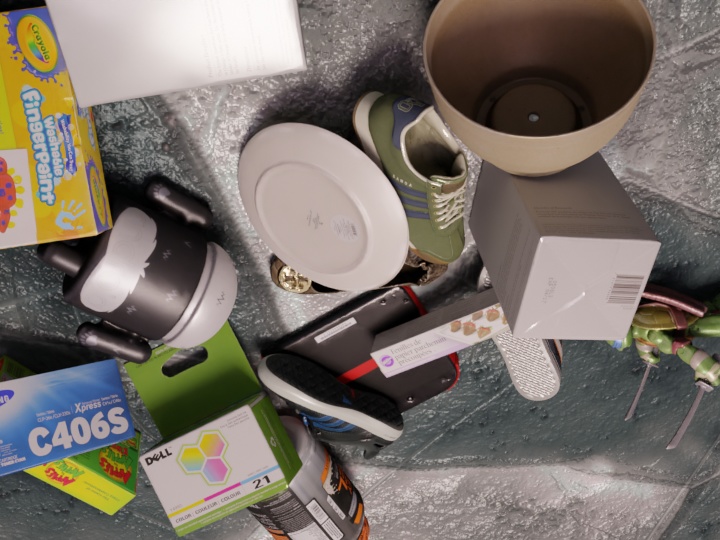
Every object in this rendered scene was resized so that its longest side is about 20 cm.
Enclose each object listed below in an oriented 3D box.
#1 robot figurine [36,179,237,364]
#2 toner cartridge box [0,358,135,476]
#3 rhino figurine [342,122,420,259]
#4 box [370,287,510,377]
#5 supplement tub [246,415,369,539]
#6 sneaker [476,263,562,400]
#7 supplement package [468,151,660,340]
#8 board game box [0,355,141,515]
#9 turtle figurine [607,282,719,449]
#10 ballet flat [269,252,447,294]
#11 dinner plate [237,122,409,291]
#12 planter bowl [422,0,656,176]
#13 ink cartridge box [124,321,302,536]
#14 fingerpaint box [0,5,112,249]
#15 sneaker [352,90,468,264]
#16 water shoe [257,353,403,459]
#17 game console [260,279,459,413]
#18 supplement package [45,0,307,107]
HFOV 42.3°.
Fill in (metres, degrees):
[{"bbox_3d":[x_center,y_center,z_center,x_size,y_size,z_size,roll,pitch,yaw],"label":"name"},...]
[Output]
[{"bbox_3d":[-0.224,0.001,0.953,0.200,0.125,0.150,27,122,-25],"label":"robot figurine"},{"bbox_3d":[-0.346,0.161,1.002,0.043,0.095,0.200,-24,171,40],"label":"toner cartridge box"},{"bbox_3d":[0.039,-0.079,0.971,0.087,0.060,0.200,-43,122,-1],"label":"rhino figurine"},{"bbox_3d":[0.105,0.064,1.042,0.200,0.041,0.039,-24,113,25],"label":"box"},{"bbox_3d":[-0.073,0.289,1.184,0.122,0.123,0.200,-25,126,9],"label":"supplement tub"},{"bbox_3d":[0.186,0.052,1.085,0.078,0.079,0.200,-8,120,19],"label":"sneaker"},{"bbox_3d":[0.197,-0.039,0.942,0.120,0.200,0.121,1,126,-10],"label":"supplement package"},{"bbox_3d":[-0.351,0.193,1.082,0.048,0.102,0.200,-39,122,20],"label":"board game box"},{"bbox_3d":[0.398,0.101,1.116,0.194,0.200,0.144,-18,161,-1],"label":"turtle figurine"},{"bbox_3d":[0.000,0.000,1.034,0.200,0.046,0.067,-2,125,-8],"label":"ballet flat"},{"bbox_3d":[-0.044,-0.055,0.933,0.200,0.024,0.200,19,135,20],"label":"dinner plate"},{"bbox_3d":[0.162,-0.171,0.866,0.200,0.200,0.135,-14,153,1],"label":"planter bowl"},{"bbox_3d":[-0.179,0.174,1.055,0.148,0.076,0.200,-27,92,11],"label":"ink cartridge box"},{"bbox_3d":[-0.326,-0.120,0.830,0.167,0.073,0.200,-9,98,-3],"label":"fingerpaint box"},{"bbox_3d":[0.068,-0.082,0.896,0.067,0.090,0.200,-44,122,-25],"label":"sneaker"},{"bbox_3d":[-0.044,0.170,1.103,0.200,0.072,0.079,28,116,-20],"label":"water shoe"},{"bbox_3d":[0.006,0.115,1.133,0.200,0.031,0.177,-29,119,11],"label":"game console"},{"bbox_3d":[-0.155,-0.230,0.799,0.200,0.117,0.117,-9,127,-3],"label":"supplement package"}]
